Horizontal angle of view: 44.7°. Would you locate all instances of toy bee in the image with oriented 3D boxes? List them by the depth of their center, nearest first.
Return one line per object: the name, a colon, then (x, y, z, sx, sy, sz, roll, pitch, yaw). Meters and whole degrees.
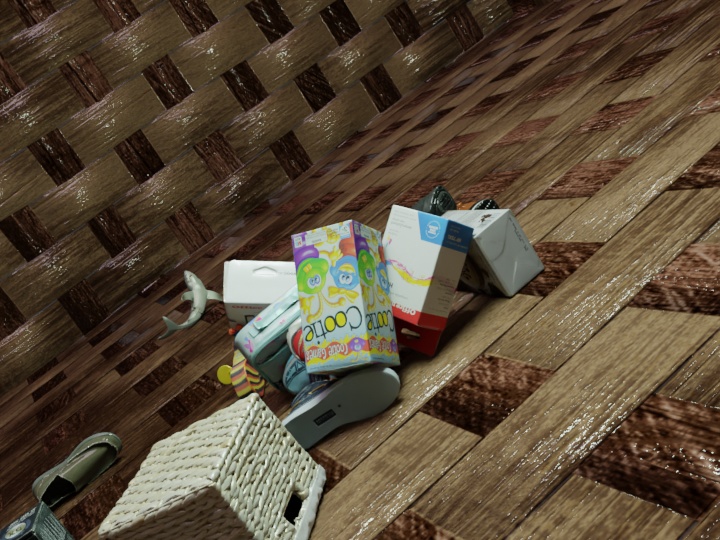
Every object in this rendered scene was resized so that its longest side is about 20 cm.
toy bee: (-0.215, 0.162, 1.638, 0.131, 0.109, 0.200, -38, 15, -2)

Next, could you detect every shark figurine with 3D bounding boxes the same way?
shark figurine: (-0.462, 0.115, 2.389, 0.090, 0.128, 0.215, -54, 15, 48)

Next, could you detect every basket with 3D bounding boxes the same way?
basket: (-0.178, 0.290, 1.081, 0.200, 0.161, 0.198, -29, 17, 23)

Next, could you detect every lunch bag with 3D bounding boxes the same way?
lunch bag: (-0.107, 0.105, 1.475, 0.200, 0.160, 0.077, -42, 56, -7)

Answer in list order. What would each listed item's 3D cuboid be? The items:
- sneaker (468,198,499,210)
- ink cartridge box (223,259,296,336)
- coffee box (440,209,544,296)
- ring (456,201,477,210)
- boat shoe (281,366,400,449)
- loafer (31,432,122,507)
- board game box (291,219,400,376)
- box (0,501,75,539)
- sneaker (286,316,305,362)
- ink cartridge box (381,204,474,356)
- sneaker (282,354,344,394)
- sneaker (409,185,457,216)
sneaker: (0.179, -0.062, 1.581, 0.090, 0.070, 0.200, -12, 28, 46)
ink cartridge box: (-0.178, 0.057, 1.650, 0.145, 0.085, 0.200, 1, -21, -2)
coffee box: (0.186, -0.030, 1.397, 0.080, 0.113, 0.200, -38, 15, -16)
ring: (0.163, -0.085, 1.785, 0.200, 0.019, 0.200, -32, 15, 9)
boat shoe: (-0.030, 0.180, 1.273, 0.200, 0.071, 0.091, -30, 18, 17)
loafer: (-0.546, 0.395, 1.699, 0.200, 0.075, 0.070, -39, 27, -1)
board game box: (-0.021, 0.043, 1.259, 0.103, 0.201, 0.105, -13, -13, 24)
box: (-0.397, 0.417, 1.063, 0.164, 0.200, 0.086, -34, 14, -5)
sneaker: (-0.018, 0.078, 1.360, 0.200, 0.077, 0.085, -40, 39, -9)
ink cartridge box: (0.080, 0.014, 1.305, 0.116, 0.067, 0.201, 18, 93, 44)
sneaker: (-0.048, 0.151, 1.386, 0.200, 0.079, 0.096, -28, 19, 22)
sneaker: (0.102, -0.074, 1.565, 0.091, 0.076, 0.200, -29, 11, 39)
